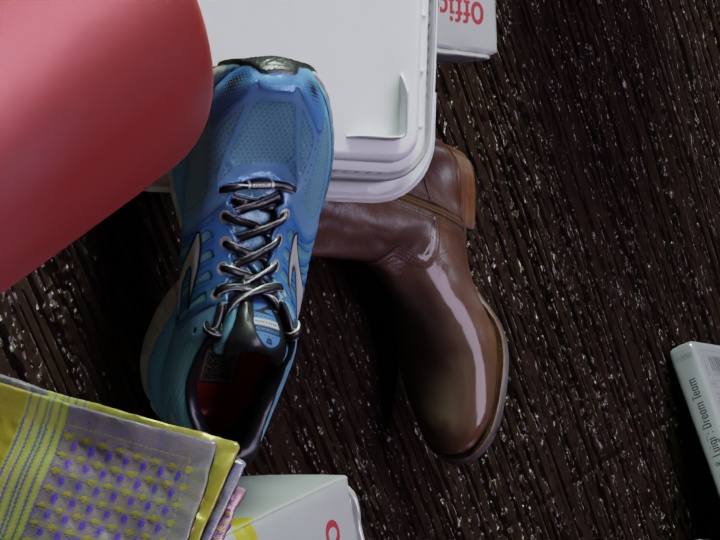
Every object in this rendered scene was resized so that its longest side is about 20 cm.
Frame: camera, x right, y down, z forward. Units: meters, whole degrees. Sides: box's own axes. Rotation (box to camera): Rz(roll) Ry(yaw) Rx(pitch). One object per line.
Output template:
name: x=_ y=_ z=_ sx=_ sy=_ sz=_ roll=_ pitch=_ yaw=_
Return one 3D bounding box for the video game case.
video game case: x=0.293 y=0.143 z=1.654 sx=0.200 sy=0.024 sz=0.183 roll=10 pitch=58 yaw=-57

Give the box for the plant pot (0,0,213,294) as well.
plant pot: x=-0.181 y=-0.059 z=0.851 sx=0.177 sy=0.200 sz=0.201 roll=-48 pitch=128 yaw=-34

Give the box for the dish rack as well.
dish rack: x=-0.038 y=-0.135 z=1.106 sx=0.171 sy=0.044 sz=0.201 roll=2 pitch=88 yaw=-18

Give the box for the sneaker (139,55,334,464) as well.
sneaker: x=-0.046 y=0.001 z=1.064 sx=0.078 sy=0.090 sz=0.201 roll=0 pitch=117 yaw=-18

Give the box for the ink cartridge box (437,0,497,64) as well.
ink cartridge box: x=-0.002 y=-0.207 z=1.218 sx=0.144 sy=0.084 sz=0.201 roll=-1 pitch=89 yaw=-56

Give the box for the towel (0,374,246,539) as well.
towel: x=-0.144 y=0.132 z=0.933 sx=0.023 sy=0.143 sz=0.201 roll=87 pitch=25 yaw=-56

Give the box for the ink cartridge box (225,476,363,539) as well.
ink cartridge box: x=-0.079 y=0.186 z=1.062 sx=0.200 sy=0.083 sz=0.146 roll=-18 pitch=103 yaw=-56

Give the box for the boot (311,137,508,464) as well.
boot: x=0.000 y=0.000 z=1.226 sx=0.200 sy=0.064 sz=0.187 roll=18 pitch=60 yaw=-59
